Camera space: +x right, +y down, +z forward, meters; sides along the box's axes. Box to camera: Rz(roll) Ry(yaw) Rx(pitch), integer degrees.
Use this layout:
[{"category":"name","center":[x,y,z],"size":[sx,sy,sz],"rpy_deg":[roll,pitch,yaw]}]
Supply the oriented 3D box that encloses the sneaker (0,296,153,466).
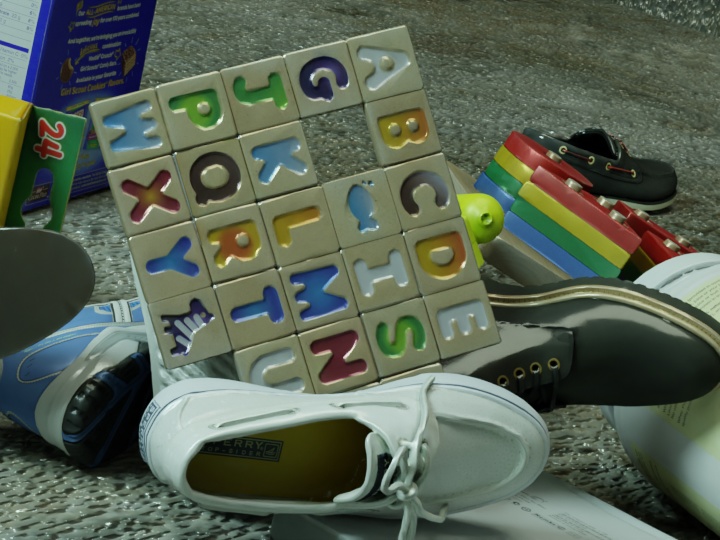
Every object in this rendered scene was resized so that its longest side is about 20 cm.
[{"category":"sneaker","center":[-0.125,0.040,1.292],"size":[0.077,0.076,0.200],"rpy_deg":[20,16,19]}]

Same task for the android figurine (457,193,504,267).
[{"category":"android figurine","center":[0.000,0.000,1.470],"size":[0.182,0.041,0.200],"rpy_deg":[-22,4,-10]}]

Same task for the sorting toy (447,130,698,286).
[{"category":"sorting toy","center":[0.159,-0.015,1.662],"size":[0.199,0.070,0.200],"rpy_deg":[32,10,-16]}]

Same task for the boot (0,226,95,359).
[{"category":"boot","center":[-0.193,0.006,1.271],"size":[0.186,0.064,0.200],"rpy_deg":[-14,5,15]}]

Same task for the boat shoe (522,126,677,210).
[{"category":"boat shoe","center":[0.211,-0.090,2.142],"size":[0.201,0.063,0.074],"rpy_deg":[2,16,-44]}]

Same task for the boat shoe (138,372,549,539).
[{"category":"boat shoe","center":[0.004,0.088,1.137],"size":[0.202,0.075,0.086],"rpy_deg":[6,16,-21]}]

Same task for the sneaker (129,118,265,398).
[{"category":"sneaker","center":[-0.060,0.012,1.256],"size":[0.073,0.201,0.114],"rpy_deg":[-2,-4,28]}]

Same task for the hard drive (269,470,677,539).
[{"category":"hard drive","center":[0.070,0.140,1.209],"size":[0.132,0.026,0.200],"rpy_deg":[26,18,38]}]

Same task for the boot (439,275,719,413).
[{"category":"boot","center":[0.080,0.069,1.254],"size":[0.200,0.078,0.138],"rpy_deg":[4,36,14]}]

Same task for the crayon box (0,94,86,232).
[{"category":"crayon box","center":[-0.266,-0.049,1.391],"size":[0.200,0.127,0.051],"rpy_deg":[13,15,-3]}]

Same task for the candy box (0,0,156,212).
[{"category":"candy box","center":[-0.211,-0.153,1.687],"size":[0.077,0.200,0.169],"rpy_deg":[19,15,17]}]

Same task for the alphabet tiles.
[{"category":"alphabet tiles","center":[-0.026,-0.006,1.196],"size":[0.167,0.200,0.008],"rpy_deg":[-16,-3,-18]}]

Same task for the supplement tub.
[{"category":"supplement tub","center":[0.229,0.080,1.351],"size":[0.145,0.145,0.200],"rpy_deg":[6,17,-28]}]
